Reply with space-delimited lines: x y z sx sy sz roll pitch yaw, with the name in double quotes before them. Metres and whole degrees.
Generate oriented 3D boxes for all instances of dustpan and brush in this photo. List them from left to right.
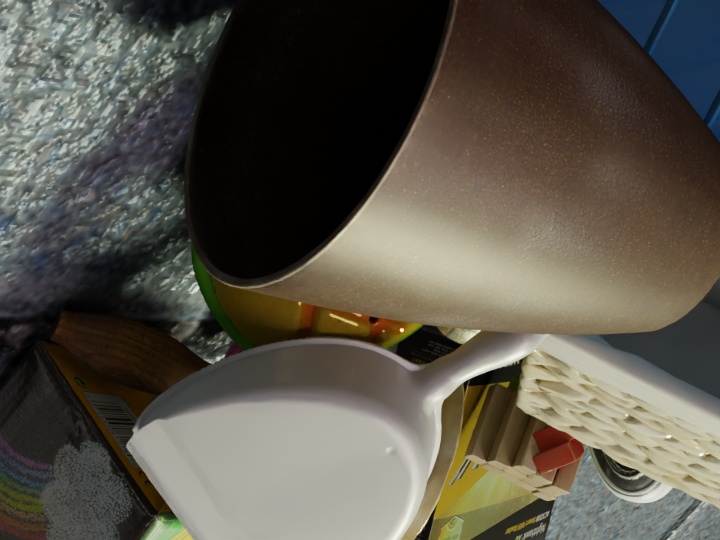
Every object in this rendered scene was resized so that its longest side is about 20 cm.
"dustpan and brush" 0.009 0.072 0.923 0.200 0.057 0.140 -26 116 14

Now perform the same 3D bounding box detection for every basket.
"basket" 0.193 0.040 1.039 0.136 0.200 0.123 -61 173 -25

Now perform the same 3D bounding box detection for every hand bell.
"hand bell" -0.059 0.063 0.979 0.200 0.104 0.104 21 124 -16

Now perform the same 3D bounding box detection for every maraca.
"maraca" 0.009 -0.037 0.947 0.200 0.107 0.137 -38 117 -10

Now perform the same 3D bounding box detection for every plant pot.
"plant pot" 0.059 -0.050 0.832 0.200 0.187 0.187 22 118 -31

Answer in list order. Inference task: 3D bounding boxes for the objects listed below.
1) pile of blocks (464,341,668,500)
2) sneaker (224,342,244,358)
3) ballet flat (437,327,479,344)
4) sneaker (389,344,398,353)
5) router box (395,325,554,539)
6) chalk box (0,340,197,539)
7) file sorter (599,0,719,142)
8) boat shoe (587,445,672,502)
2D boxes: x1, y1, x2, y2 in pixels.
"pile of blocks" 0.145 0.048 1.127 0.200 0.082 0.062 -42 -175 -24
"sneaker" 0.000 0.000 1.060 0.200 0.079 0.095 -52 173 24
"ballet flat" 0.074 0.010 1.098 0.071 0.071 0.200 -45 174 10
"sneaker" 0.009 0.114 1.229 0.081 0.075 0.200 -40 153 -25
"router box" 0.073 0.105 1.211 0.200 0.052 0.158 -8 114 -62
"chalk box" -0.156 0.151 1.013 0.200 0.124 0.124 -48 152 19
"file sorter" 0.190 -0.141 0.927 0.139 0.200 0.123 -16 143 -39
"boat shoe" 0.163 0.043 1.207 0.068 0.072 0.200 11 81 -64
